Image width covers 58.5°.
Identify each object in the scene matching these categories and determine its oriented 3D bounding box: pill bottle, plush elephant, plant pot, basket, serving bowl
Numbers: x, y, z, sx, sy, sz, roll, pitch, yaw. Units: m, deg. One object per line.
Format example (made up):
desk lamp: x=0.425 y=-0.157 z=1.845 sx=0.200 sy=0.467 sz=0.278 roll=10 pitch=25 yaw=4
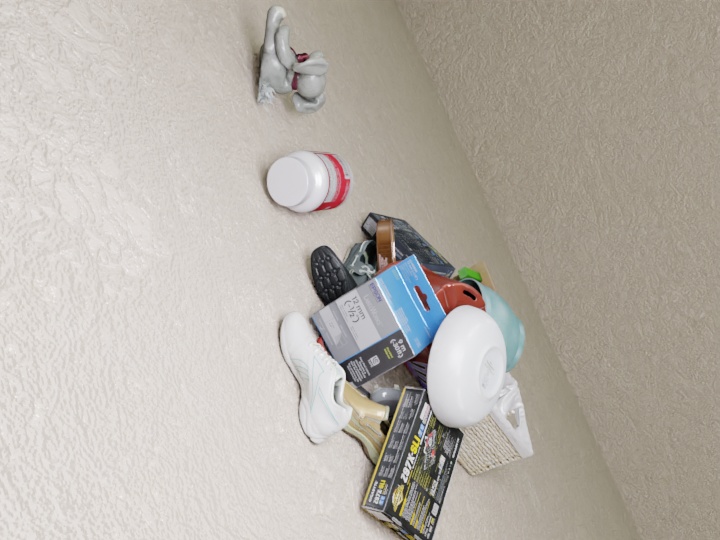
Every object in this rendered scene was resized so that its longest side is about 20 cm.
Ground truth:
pill bottle: x=-0.095 y=-0.170 z=1.226 sx=0.115 sy=0.110 sz=0.199 roll=63 pitch=22 yaw=3
plush elephant: x=-0.135 y=-0.424 z=1.352 sx=0.150 sy=0.165 sz=0.206 roll=7 pitch=65 yaw=-14
plant pot: x=0.248 y=0.133 z=1.301 sx=0.131 sy=0.202 sz=0.204 roll=17 pitch=39 yaw=-17
plant pot: x=0.128 y=0.089 z=1.209 sx=0.203 sy=0.200 sz=0.194 roll=53 pitch=-19 yaw=-19
basket: x=0.261 y=0.305 z=1.421 sx=0.201 sy=0.158 sz=0.201 roll=48 pitch=25 yaw=-30
serving bowl: x=0.191 y=0.164 z=1.070 sx=0.197 sy=0.065 sz=0.207 roll=-8 pitch=101 yaw=-48

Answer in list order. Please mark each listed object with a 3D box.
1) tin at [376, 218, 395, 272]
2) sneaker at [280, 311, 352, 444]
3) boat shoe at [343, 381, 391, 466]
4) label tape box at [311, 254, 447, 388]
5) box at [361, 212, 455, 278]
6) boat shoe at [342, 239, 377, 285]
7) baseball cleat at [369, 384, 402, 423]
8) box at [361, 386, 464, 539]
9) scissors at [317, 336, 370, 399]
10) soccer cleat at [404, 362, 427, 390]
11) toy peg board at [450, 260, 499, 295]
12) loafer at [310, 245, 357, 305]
tin: x=0.058 y=-0.007 z=1.381 sx=0.112 sy=0.040 sz=0.207 roll=-17 pitch=104 yaw=-80
sneaker: x=-0.063 y=0.151 z=0.977 sx=0.070 sy=0.079 sz=0.205 roll=17 pitch=48 yaw=-58
boat shoe: x=0.015 y=0.238 z=1.054 sx=0.201 sy=0.075 sz=0.072 roll=52 pitch=23 yaw=-25
label tape box: x=0.036 y=0.087 z=1.078 sx=0.146 sy=0.197 sz=0.066 roll=60 pitch=19 yaw=2
box: x=0.113 y=-0.052 z=1.515 sx=0.156 sy=0.052 sz=0.200 roll=6 pitch=35 yaw=-52
boat shoe: x=0.000 y=0.000 z=1.313 sx=0.073 sy=0.061 sz=0.202 roll=52 pitch=24 yaw=-22
baseball cleat: x=0.084 y=0.287 z=1.162 sx=0.200 sy=0.069 sz=0.109 roll=43 pitch=29 yaw=-41
box: x=0.092 y=0.319 z=1.043 sx=0.160 sy=0.048 sz=0.204 roll=47 pitch=55 yaw=-37
scissors: x=-0.022 y=0.194 z=1.111 sx=0.202 sy=0.014 sz=0.074 roll=54 pitch=20 yaw=-25
soccer cleat: x=0.108 y=0.174 z=1.374 sx=0.068 sy=0.071 sz=0.205 roll=-125 pitch=-165 yaw=-67
toy peg board: x=0.237 y=0.105 z=1.558 sx=0.097 sy=0.198 sz=0.204 roll=15 pitch=50 yaw=-50
loafer: x=-0.034 y=0.045 z=1.186 sx=0.204 sy=0.067 sz=0.071 roll=63 pitch=13 yaw=-13
